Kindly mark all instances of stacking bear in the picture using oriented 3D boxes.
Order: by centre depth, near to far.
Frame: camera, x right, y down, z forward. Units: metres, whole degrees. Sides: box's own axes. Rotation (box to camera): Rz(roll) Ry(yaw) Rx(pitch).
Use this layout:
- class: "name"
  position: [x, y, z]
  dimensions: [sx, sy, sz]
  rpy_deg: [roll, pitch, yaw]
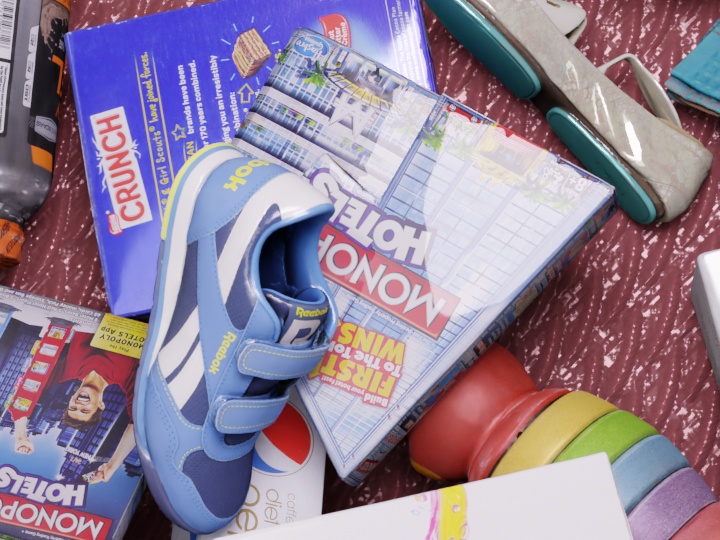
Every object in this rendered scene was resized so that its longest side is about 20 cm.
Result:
- class: "stacking bear"
  position: [0.105, 0.115, 1.430]
  dimensions: [0.200, 0.121, 0.114]
  rpy_deg: [39, 98, 19]

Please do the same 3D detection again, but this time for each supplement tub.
- class: "supplement tub"
  position: [-0.229, -0.106, 1.487]
  dimensions: [0.122, 0.123, 0.200]
  rpy_deg: [4, 82, 6]

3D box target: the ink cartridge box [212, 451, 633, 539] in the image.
- class: "ink cartridge box"
  position: [0.027, 0.188, 1.276]
  dimensions: [0.200, 0.147, 0.146]
  rpy_deg: [-11, 78, -17]

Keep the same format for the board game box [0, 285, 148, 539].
- class: "board game box"
  position: [-0.209, 0.105, 1.419]
  dimensions: [0.200, 0.062, 0.200]
  rpy_deg: [14, 56, 14]

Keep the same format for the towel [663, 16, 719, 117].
- class: "towel"
  position: [0.274, -0.124, 1.425]
  dimensions: [0.147, 0.022, 0.200]
  rpy_deg: [-50, 41, -11]

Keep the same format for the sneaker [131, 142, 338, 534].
- class: "sneaker"
  position: [-0.060, 0.040, 1.326]
  dimensions: [0.082, 0.074, 0.200]
  rpy_deg: [13, 103, 30]

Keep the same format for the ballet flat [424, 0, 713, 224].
- class: "ballet flat"
  position: [0.117, -0.111, 1.477]
  dimensions: [0.200, 0.067, 0.062]
  rpy_deg: [46, 77, -8]

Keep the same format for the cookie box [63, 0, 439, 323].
- class: "cookie box"
  position: [-0.052, -0.068, 1.487]
  dimensions: [0.200, 0.075, 0.171]
  rpy_deg: [-11, 80, 4]

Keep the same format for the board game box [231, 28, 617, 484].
- class: "board game box"
  position: [0.000, 0.000, 1.393]
  dimensions: [0.200, 0.062, 0.200]
  rpy_deg: [29, 85, 11]

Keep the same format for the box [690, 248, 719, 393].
- class: "box"
  position: [0.297, 0.067, 1.403]
  dimensions: [0.200, 0.131, 0.199]
  rpy_deg: [-16, 80, 2]

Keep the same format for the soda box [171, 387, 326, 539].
- class: "soda box"
  position: [-0.061, 0.131, 1.416]
  dimensions: [0.068, 0.064, 0.200]
  rpy_deg: [15, 55, -16]
